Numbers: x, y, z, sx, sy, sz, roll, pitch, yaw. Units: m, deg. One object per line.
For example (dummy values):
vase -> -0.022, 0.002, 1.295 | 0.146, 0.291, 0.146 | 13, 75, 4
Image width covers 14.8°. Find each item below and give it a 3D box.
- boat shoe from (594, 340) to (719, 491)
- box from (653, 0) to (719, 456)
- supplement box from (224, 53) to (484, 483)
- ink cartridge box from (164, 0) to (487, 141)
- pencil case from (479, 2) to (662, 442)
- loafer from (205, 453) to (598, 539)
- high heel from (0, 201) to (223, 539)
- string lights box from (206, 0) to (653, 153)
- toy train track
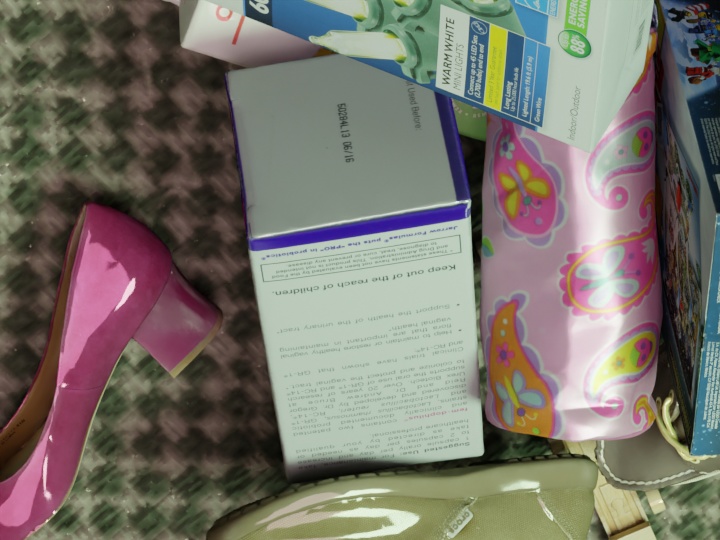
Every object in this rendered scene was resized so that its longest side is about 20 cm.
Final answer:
boat shoe -> 0.176, 0.058, 1.320 | 0.200, 0.059, 0.072 | -34, 87, 43
box -> 0.156, -0.034, 1.245 | 0.038, 0.200, 0.137 | -3, 130, -3
supplement box -> 0.000, 0.000, 1.291 | 0.103, 0.101, 0.200 | -10, 142, -1
ink cartridge box -> -0.013, -0.147, 1.290 | 0.200, 0.067, 0.117 | 16, 110, -12
pencil case -> 0.096, -0.023, 1.260 | 0.087, 0.087, 0.201 | -3, 102, -4
loafer -> 0.025, 0.131, 1.343 | 0.199, 0.076, 0.068 | -7, 83, -13
high heel -> -0.164, 0.060, 1.356 | 0.200, 0.067, 0.096 | -43, 120, 7
string lights box -> 0.023, -0.136, 1.164 | 0.200, 0.059, 0.103 | 22, 144, 16
toy train track -> 0.109, 0.071, 1.411 | 0.114, 0.033, 0.200 | -24, 112, 5
